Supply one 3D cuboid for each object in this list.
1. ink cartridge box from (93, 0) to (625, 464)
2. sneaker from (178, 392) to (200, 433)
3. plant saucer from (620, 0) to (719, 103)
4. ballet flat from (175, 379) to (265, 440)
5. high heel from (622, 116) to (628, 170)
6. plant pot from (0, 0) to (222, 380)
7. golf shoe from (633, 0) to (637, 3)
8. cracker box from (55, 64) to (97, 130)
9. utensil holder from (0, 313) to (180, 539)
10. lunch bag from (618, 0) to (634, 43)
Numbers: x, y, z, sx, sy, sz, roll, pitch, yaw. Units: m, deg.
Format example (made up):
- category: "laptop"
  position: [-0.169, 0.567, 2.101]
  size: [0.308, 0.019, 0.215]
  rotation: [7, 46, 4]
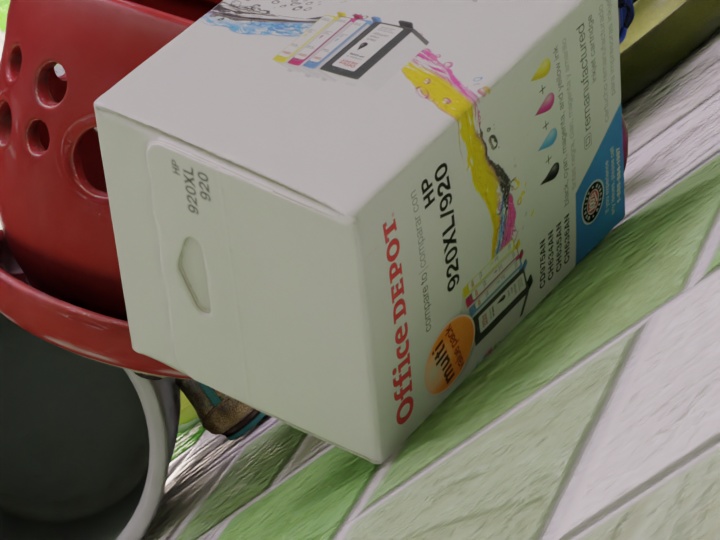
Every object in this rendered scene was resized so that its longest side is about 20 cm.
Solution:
- category: "ink cartridge box"
  position: [0.004, -0.045, 1.198]
  size: [0.200, 0.145, 0.147]
  rotation: [-43, -37, -35]
- category: "sneaker"
  position: [-0.105, 0.003, 1.754]
  size: [0.076, 0.105, 0.200]
  rotation: [-1, 54, 47]
- category: "plant saucer"
  position: [0.183, -0.147, 1.682]
  size: [0.200, 0.031, 0.200]
  rotation: [-39, 7, 5]
- category: "ballet flat"
  position: [-0.070, 0.044, 1.628]
  size: [0.071, 0.071, 0.200]
  rotation: [-38, 6, 15]
- category: "high heel"
  position: [0.071, -0.046, 1.380]
  size: [0.096, 0.067, 0.200]
  rotation: [-31, -2, -18]
- category: "plant pot"
  position: [-0.097, -0.052, 1.376]
  size: [0.200, 0.200, 0.183]
  rotation: [-63, -11, -76]
- category: "golf shoe"
  position: [0.207, -0.202, 1.845]
  size: [0.094, 0.078, 0.200]
  rotation: [-14, -14, -39]
- category: "cracker box"
  position: [-0.123, -0.080, 1.710]
  size: [0.200, 0.134, 0.058]
  rotation: [-21, 28, -21]
- category: "utensil holder"
  position: [-0.187, 0.087, 1.530]
  size: [0.170, 0.170, 0.200]
  rotation: [-39, 5, 3]
- category: "lunch bag"
  position: [0.065, -0.161, 1.573]
  size: [0.200, 0.136, 0.132]
  rotation: [6, 48, 25]
